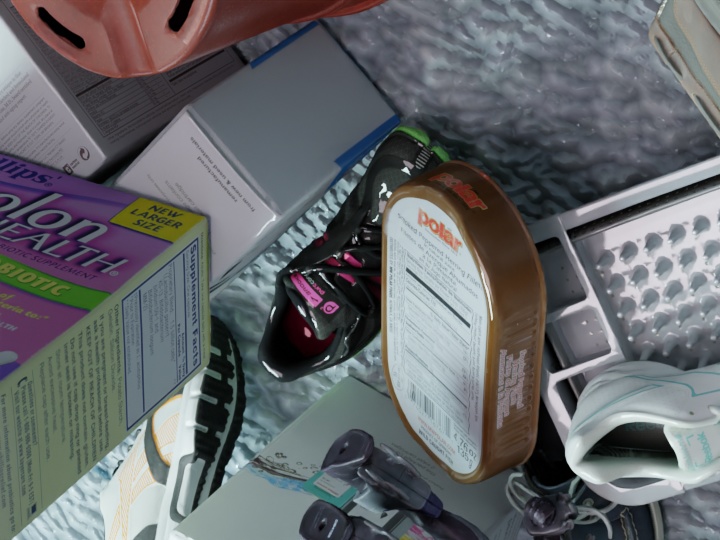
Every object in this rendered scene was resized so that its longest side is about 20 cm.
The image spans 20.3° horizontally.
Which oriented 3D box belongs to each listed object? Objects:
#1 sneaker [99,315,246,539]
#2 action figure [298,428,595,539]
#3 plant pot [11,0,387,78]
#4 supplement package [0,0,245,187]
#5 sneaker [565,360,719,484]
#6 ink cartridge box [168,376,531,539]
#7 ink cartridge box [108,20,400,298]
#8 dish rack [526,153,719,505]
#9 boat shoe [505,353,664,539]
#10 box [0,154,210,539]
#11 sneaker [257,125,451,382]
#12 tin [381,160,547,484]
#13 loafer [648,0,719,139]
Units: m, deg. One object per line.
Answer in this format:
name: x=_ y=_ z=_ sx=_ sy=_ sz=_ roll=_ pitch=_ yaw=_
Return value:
sneaker: x=-0.127 y=0.122 z=1.282 sx=0.080 sy=0.201 sz=0.074 roll=4 pitch=161 yaw=23
action figure: x=0.060 y=0.168 z=1.104 sx=0.200 sy=0.131 sz=0.069 roll=34 pitch=154 yaw=-22
plant pot: x=-0.084 y=-0.202 z=1.065 sx=0.200 sy=0.195 sz=0.202 roll=15 pitch=121 yaw=27
supplement package: x=-0.206 y=-0.137 z=1.209 sx=0.152 sy=0.151 sz=0.200 roll=-36 pitch=92 yaw=41
sneaker: x=0.198 y=0.077 z=1.034 sx=0.199 sy=0.080 sz=0.071 roll=-16 pitch=102 yaw=25
ink cartridge box: x=-0.016 y=0.195 z=1.222 sx=0.146 sy=0.200 sz=0.147 roll=29 pitch=127 yaw=18
ink cartridge box: x=-0.091 y=-0.039 z=1.186 sx=0.086 sy=0.146 sz=0.200 roll=48 pitch=131 yaw=1
dish rack: x=0.186 y=0.026 z=1.087 sx=0.199 sy=0.044 sz=0.172 roll=-21 pitch=101 yaw=29
boat shoe: x=0.123 y=0.112 z=1.177 sx=0.075 sy=0.062 sz=0.201 roll=-5 pitch=111 yaw=33
box: x=-0.205 y=0.032 z=1.070 sx=0.175 sy=0.200 sz=0.097 roll=17 pitch=124 yaw=24
sneaker: x=0.000 y=0.000 z=1.187 sx=0.077 sy=0.084 sz=0.200 roll=38 pitch=129 yaw=10
tin: x=0.055 y=0.033 z=1.119 sx=0.112 sy=0.042 sz=0.201 roll=39 pitch=143 yaw=38
loafer: x=0.207 y=-0.068 z=0.994 sx=0.063 sy=0.072 sz=0.201 roll=-49 pitch=55 yaw=41
